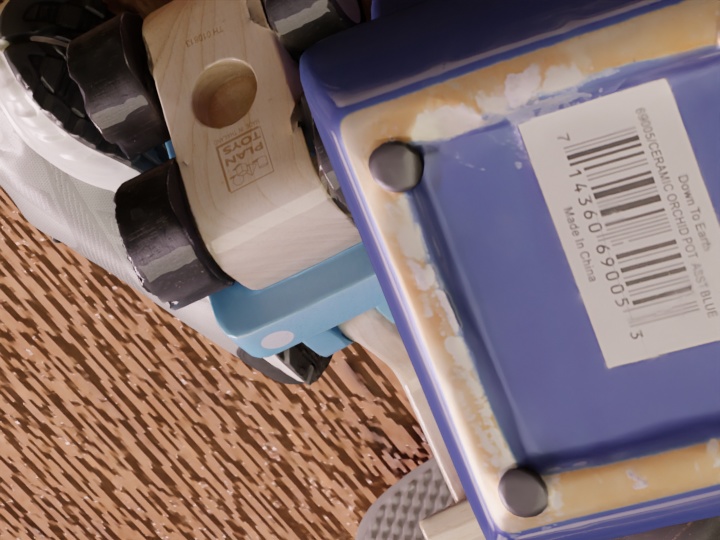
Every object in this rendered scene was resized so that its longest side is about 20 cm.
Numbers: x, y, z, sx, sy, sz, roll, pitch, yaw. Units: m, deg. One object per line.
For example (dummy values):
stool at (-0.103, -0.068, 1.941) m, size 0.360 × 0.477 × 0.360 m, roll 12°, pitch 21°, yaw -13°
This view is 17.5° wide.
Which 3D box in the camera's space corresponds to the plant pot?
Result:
plant pot at (0.105, -0.031, 0.726) m, size 0.199 × 0.180 × 0.201 m, roll -16°, pitch 104°, yaw 27°

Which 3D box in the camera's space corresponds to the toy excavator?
toy excavator at (0.000, 0.000, 0.850) m, size 0.099 × 0.195 × 0.200 m, roll -26°, pitch 151°, yaw 14°

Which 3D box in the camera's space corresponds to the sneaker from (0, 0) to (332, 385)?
sneaker at (-0.082, -0.027, 0.905) m, size 0.079 × 0.074 × 0.200 m, roll -22°, pitch 124°, yaw 42°

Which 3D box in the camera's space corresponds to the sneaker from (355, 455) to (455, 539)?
sneaker at (0.100, 0.098, 1.003) m, size 0.200 × 0.076 × 0.104 m, roll -35°, pitch 135°, yaw 31°

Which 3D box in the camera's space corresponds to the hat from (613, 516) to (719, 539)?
hat at (0.131, 0.088, 0.865) m, size 0.200 × 0.202 × 0.081 m, roll -22°, pitch 171°, yaw 30°
